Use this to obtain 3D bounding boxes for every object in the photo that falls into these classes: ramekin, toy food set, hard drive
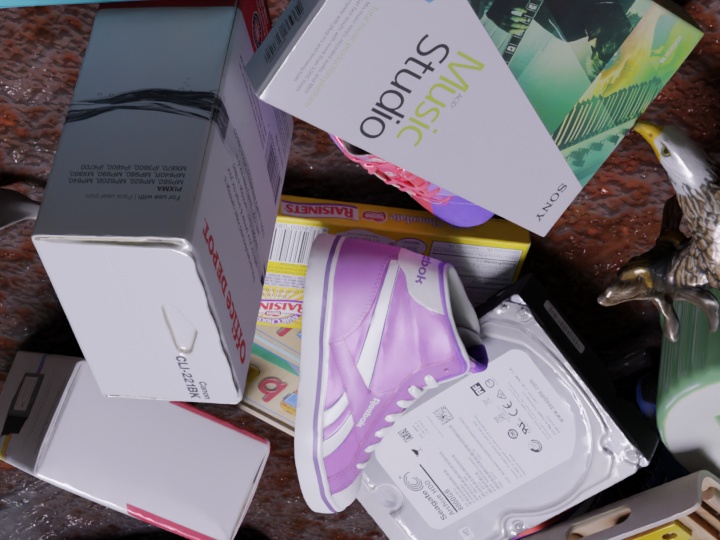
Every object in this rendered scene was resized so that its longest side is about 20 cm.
[{"bbox_3d":[0.279,0.071,1.067,0.198,0.098,0.201,12,148,8],"label":"ramekin"},{"bbox_3d":[0.206,0.209,1.132,0.143,0.061,0.200,-26,138,27],"label":"toy food set"},{"bbox_3d":[0.075,0.108,1.112,0.199,0.038,0.140,-34,98,35],"label":"hard drive"}]

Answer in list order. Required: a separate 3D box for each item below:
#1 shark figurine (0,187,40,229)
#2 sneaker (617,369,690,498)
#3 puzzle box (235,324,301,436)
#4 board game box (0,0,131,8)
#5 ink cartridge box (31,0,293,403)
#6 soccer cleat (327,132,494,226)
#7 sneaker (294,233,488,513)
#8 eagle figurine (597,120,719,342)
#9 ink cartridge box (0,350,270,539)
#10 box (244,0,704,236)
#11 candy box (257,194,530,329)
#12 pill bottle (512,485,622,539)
[{"bbox_3d":[-0.168,0.019,1.121,0.127,0.090,0.215,-9,142,20],"label":"shark figurine"},{"bbox_3d":[0.220,0.139,1.212,0.088,0.079,0.201,-9,141,18],"label":"sneaker"},{"bbox_3d":[-0.016,0.071,1.192,0.199,0.026,0.133,30,129,-27],"label":"puzzle box"},{"bbox_3d":[-0.110,-0.203,0.840,0.198,0.047,0.152,-1,143,11],"label":"board game box"},{"bbox_3d":[-0.098,-0.050,0.914,0.083,0.202,0.145,0,143,10],"label":"ink cartridge box"},{"bbox_3d":[0.019,-0.075,0.965,0.068,0.074,0.200,-14,138,27],"label":"soccer cleat"},{"bbox_3d":[0.020,0.077,1.059,0.113,0.073,0.202,9,126,7],"label":"sneaker"},{"bbox_3d":[0.212,-0.041,0.901,0.150,0.153,0.200,15,144,-30],"label":"eagle figurine"},{"bbox_3d":[-0.167,0.120,1.185,0.147,0.086,0.200,24,169,-19],"label":"ink cartridge box"},{"bbox_3d":[0.061,-0.112,0.874,0.199,0.036,0.145,22,116,-32],"label":"box"},{"bbox_3d":[0.000,0.000,1.084,0.198,0.027,0.103,6,139,-9],"label":"candy box"},{"bbox_3d":[0.142,0.192,1.245,0.111,0.113,0.201,-11,129,25],"label":"pill bottle"}]
